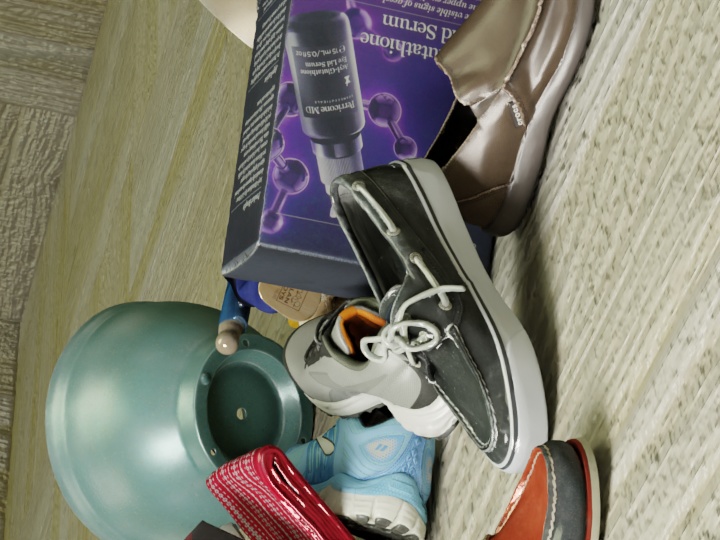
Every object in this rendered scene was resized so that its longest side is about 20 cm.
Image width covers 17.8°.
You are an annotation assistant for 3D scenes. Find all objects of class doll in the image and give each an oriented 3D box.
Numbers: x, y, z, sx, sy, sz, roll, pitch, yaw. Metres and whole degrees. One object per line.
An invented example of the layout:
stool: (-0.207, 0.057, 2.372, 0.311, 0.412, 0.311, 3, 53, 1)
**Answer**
doll: (-0.066, -0.006, 1.560, 0.200, 0.048, 0.137, -160, 89, -76)

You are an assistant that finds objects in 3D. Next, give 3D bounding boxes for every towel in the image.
towel: (-0.036, 0.176, 1.447, 0.022, 0.145, 0.200, -39, 1, -17)

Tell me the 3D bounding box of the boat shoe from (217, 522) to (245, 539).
boat shoe: (-0.064, 0.250, 1.506, 0.071, 0.072, 0.200, -38, 41, -4)

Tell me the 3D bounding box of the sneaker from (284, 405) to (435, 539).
sneaker: (0.005, 0.123, 1.462, 0.200, 0.078, 0.090, -4, 64, 68)

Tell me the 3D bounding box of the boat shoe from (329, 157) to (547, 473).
boat shoe: (0.038, 0.025, 1.250, 0.200, 0.068, 0.074, 69, 152, 23)

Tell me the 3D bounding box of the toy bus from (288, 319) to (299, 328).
toy bus: (-0.034, -0.057, 1.703, 0.065, 0.078, 0.201, 138, 140, -69)

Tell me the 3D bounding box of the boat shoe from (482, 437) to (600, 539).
boat shoe: (0.067, 0.173, 1.146, 0.071, 0.062, 0.201, -108, 33, -67)

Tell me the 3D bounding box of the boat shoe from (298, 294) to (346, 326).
boat shoe: (0.000, 0.000, 1.531, 0.200, 0.073, 0.069, -101, 27, -49)

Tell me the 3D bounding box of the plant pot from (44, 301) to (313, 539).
plant pot: (-0.121, 0.115, 1.759, 0.134, 0.200, 0.201, -11, 66, 46)

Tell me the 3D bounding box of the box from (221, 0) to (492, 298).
box: (0.007, -0.086, 1.412, 0.104, 0.147, 0.201, 147, 131, -71)

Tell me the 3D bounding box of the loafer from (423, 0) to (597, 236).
loafer: (0.079, -0.115, 1.290, 0.073, 0.071, 0.201, -114, 36, -66)

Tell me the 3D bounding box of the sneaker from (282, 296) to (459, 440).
sneaker: (0.003, 0.045, 1.386, 0.074, 0.079, 0.200, -54, 23, -14)

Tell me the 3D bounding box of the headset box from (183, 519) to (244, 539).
headset box: (-0.084, 0.245, 1.389, 0.149, 0.077, 0.200, -47, 32, -21)

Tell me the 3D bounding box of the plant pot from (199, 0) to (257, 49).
plant pot: (-0.026, -0.235, 1.628, 0.135, 0.200, 0.201, -48, 25, 20)
